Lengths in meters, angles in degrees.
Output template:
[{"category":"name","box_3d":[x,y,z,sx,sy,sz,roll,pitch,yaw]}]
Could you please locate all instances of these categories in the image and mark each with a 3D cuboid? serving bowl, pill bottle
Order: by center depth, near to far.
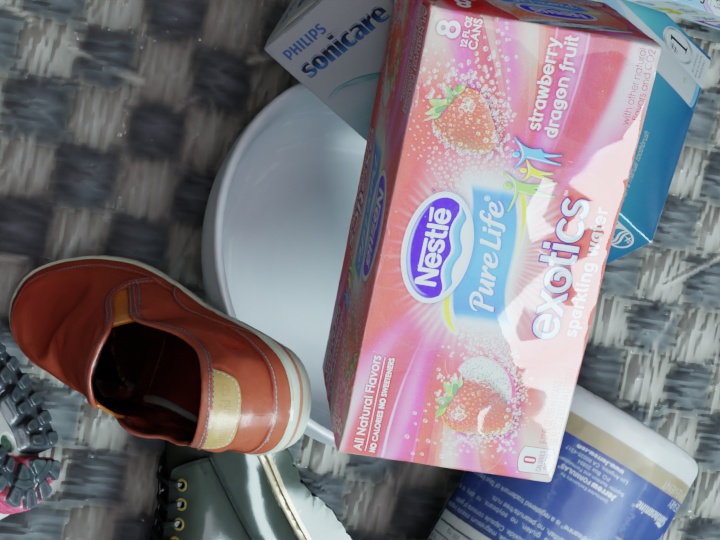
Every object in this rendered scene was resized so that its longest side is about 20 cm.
[{"category":"serving bowl","box_3d":[0.000,0.000,0.807,0.199,0.066,0.201,8,75,-31]},{"category":"pill bottle","box_3d":[0.090,0.164,0.845,0.111,0.111,0.201,32,87,-18]}]

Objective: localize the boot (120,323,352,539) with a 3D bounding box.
[{"category":"boot","box_3d":[-0.098,0.126,0.796,0.138,0.077,0.200,-36,99,-11]}]

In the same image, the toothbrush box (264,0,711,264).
[{"category":"toothbrush box","box_3d":[0.070,-0.110,0.788,0.200,0.085,0.147,40,50,-16]}]

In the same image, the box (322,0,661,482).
[{"category":"box","box_3d":[0.050,-0.021,0.681,0.102,0.095,0.201,9,109,-9]}]

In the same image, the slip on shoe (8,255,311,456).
[{"category":"slip on shoe","box_3d":[-0.109,0.038,0.729,0.061,0.199,0.074,-1,105,-46]}]

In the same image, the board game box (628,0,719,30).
[{"category":"board game box","box_3d":[0.227,-0.194,0.844,0.199,0.034,0.135,5,95,-43]}]

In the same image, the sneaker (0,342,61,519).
[{"category":"sneaker","box_3d":[-0.224,0.034,0.754,0.074,0.081,0.201,-20,94,25]}]
